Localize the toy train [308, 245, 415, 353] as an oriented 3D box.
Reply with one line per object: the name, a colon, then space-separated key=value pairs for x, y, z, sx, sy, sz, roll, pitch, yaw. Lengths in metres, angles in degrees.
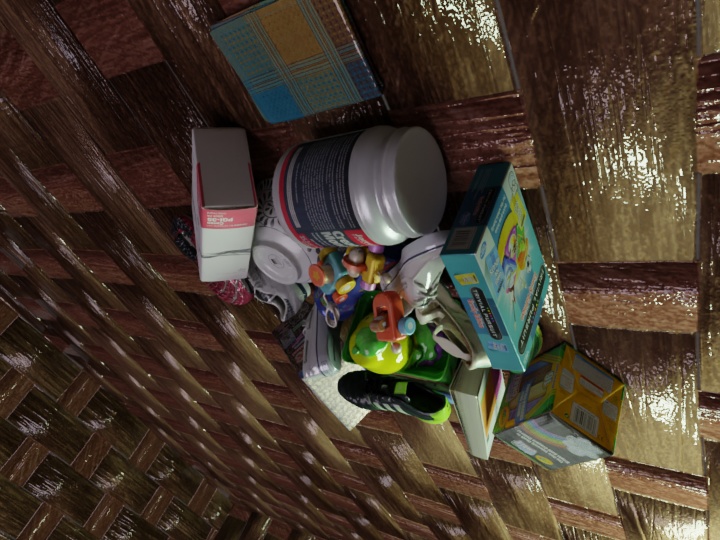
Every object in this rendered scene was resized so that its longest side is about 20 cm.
toy train: x=-0.012 y=0.036 z=0.777 sx=0.197 sy=0.055 sz=0.155 roll=2 pitch=99 yaw=51

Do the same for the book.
book: x=0.208 y=0.206 z=0.939 sx=0.047 sy=0.135 sz=0.203 roll=8 pitch=139 yaw=29

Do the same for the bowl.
bowl: x=-0.119 y=-0.041 z=0.921 sx=0.196 sy=0.095 sz=0.203 roll=21 pitch=146 yaw=15

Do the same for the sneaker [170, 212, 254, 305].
sneaker: x=-0.250 y=-0.029 z=0.991 sx=0.201 sy=0.074 sz=0.081 roll=51 pitch=132 yaw=10

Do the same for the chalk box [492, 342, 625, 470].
chalk box: x=0.304 y=0.230 z=0.903 sx=0.123 sy=0.125 sz=0.200 roll=32 pitch=147 yaw=-5

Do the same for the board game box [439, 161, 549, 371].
board game box: x=0.174 y=-0.002 z=0.685 sx=0.046 sy=0.153 sz=0.202 roll=-1 pitch=136 yaw=37

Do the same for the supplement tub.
supplement tub: x=-0.004 y=-0.103 z=0.708 sx=0.196 sy=0.142 sz=0.142 roll=0 pitch=136 yaw=39

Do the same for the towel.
towel: x=-0.079 y=-0.258 z=0.681 sx=0.196 sy=0.022 sz=0.148 roll=-1 pitch=135 yaw=37

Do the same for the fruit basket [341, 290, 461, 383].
fruit basket: x=0.055 y=0.104 z=0.906 sx=0.210 sy=0.159 sz=0.217 roll=17 pitch=158 yaw=7

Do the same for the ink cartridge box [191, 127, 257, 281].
ink cartridge box: x=-0.215 y=-0.095 z=0.867 sx=0.080 sy=0.150 sz=0.201 roll=-5 pitch=151 yaw=-20

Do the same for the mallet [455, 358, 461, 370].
mallet: x=0.191 y=0.202 z=1.030 sx=0.065 sy=0.041 sz=0.202 roll=29 pitch=154 yaw=34

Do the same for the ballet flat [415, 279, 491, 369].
ballet flat: x=0.120 y=0.068 z=0.815 sx=0.200 sy=0.068 sz=0.070 roll=48 pitch=160 yaw=37

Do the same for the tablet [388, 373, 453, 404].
tablet: x=0.144 y=0.222 z=1.015 sx=0.127 sy=0.014 sz=0.199 roll=5 pitch=162 yaw=37

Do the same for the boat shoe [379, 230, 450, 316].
boat shoe: x=0.080 y=0.014 z=0.751 sx=0.200 sy=0.069 sz=0.072 roll=130 pitch=127 yaw=-60

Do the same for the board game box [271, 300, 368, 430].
board game box: x=-0.065 y=0.176 z=1.074 sx=0.161 sy=0.097 sz=0.199 roll=53 pitch=172 yaw=-29

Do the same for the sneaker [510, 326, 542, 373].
sneaker: x=0.206 y=0.073 z=0.815 sx=0.073 sy=0.084 sz=0.201 roll=-12 pitch=126 yaw=46

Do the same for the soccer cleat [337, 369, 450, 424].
soccer cleat: x=0.053 y=0.198 z=0.915 sx=0.194 sy=0.069 sz=0.082 roll=12 pitch=151 yaw=14

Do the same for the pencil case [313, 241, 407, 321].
pencil case: x=0.000 y=0.000 z=0.867 sx=0.079 sy=0.086 sz=0.200 roll=56 pitch=136 yaw=13

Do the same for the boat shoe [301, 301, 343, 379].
boat shoe: x=-0.071 y=0.093 z=0.953 sx=0.065 sy=0.203 sz=0.074 roll=-20 pitch=127 yaw=18

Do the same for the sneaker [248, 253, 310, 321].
sneaker: x=-0.183 y=0.001 z=1.036 sx=0.199 sy=0.081 sz=0.076 roll=43 pitch=151 yaw=-5
